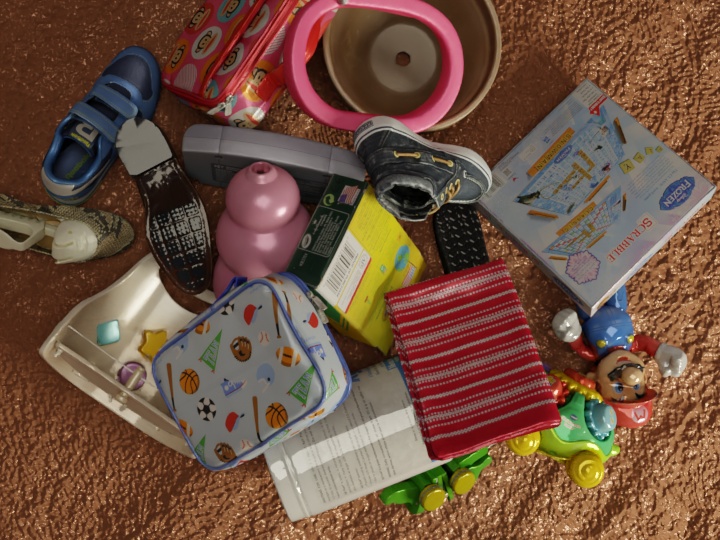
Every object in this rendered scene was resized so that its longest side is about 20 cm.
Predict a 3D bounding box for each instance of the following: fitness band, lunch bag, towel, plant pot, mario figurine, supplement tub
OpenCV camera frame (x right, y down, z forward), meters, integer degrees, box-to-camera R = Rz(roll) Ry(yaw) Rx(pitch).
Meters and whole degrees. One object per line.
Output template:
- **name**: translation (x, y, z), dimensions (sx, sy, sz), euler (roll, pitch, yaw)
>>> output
- **fitness band**: translation (0.016, -0.215, 1.017), dimensions (0.198, 0.037, 0.145), euler (2, 101, -26)
- **lunch bag**: translation (-0.113, -0.249, 1.064), dimensions (0.082, 0.176, 0.201), euler (37, 84, -43)
- **towel**: translation (0.115, 0.091, 1.035), dimensions (0.143, 0.023, 0.201), euler (-15, 64, -2)
- **plant pot**: translation (0.053, -0.252, 1.119), dimensions (0.199, 0.093, 0.203), euler (0, 90, -6)
- **mario figurine**: translation (0.298, 0.080, 1.126), dimensions (0.123, 0.106, 0.202), euler (-16, 82, 31)
- **lunch bag**: translation (-0.110, 0.096, 0.983), dimensions (0.199, 0.075, 0.161), euler (-35, 79, 26)
- **supplement tub**: translation (-0.006, 0.183, 1.088), dimensions (0.198, 0.132, 0.133), euler (-20, 91, -6)

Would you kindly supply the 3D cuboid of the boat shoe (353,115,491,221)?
- **boat shoe**: translation (0.075, -0.088, 1.045), dimensions (0.199, 0.071, 0.091), euler (16, 47, -41)

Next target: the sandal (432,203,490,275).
- **sandal**: translation (0.127, 0.018, 1.151), dimensions (0.074, 0.045, 0.202), euler (-7, 77, -10)

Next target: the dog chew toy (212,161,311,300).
- **dog chew toy**: translation (-0.102, -0.027, 1.054), dimensions (0.123, 0.125, 0.201), euler (-4, 132, -5)

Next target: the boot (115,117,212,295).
- **boot**: translation (-0.208, -0.073, 1.098), dimensions (0.074, 0.097, 0.202), euler (-18, 96, 1)

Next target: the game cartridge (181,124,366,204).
- **game cartridge**: translation (-0.095, -0.115, 1.084), dimensions (0.198, 0.133, 0.041), euler (10, 81, -5)

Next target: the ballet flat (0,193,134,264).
- **ballet flat**: translation (-0.357, -0.041, 1.088), dimensions (0.198, 0.075, 0.068), euler (12, 116, -5)

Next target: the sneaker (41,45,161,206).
- **sneaker**: translation (-0.288, -0.163, 1.094), dimensions (0.074, 0.082, 0.201), euler (30, 86, -2)

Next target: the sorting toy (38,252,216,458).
- **sorting toy**: translation (-0.223, 0.078, 1.092), dimensions (0.199, 0.107, 0.181), euler (37, 70, -11)

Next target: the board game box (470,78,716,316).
- **board game box**: translation (0.262, -0.086, 1.127), dimensions (0.200, 0.041, 0.200), euler (-43, 70, -4)

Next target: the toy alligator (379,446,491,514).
- **toy alligator**: translation (0.112, 0.236, 1.140), dimensions (0.199, 0.059, 0.055), euler (-23, 127, -21)

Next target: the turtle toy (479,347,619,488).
- **turtle toy**: translation (0.199, 0.148, 1.076), dimensions (0.199, 0.146, 0.102), euler (28, 95, 0)

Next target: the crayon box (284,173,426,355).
- **crayon box**: translation (0.000, 0.000, 1.077), dimensions (0.050, 0.200, 0.128), euler (17, 72, 30)
